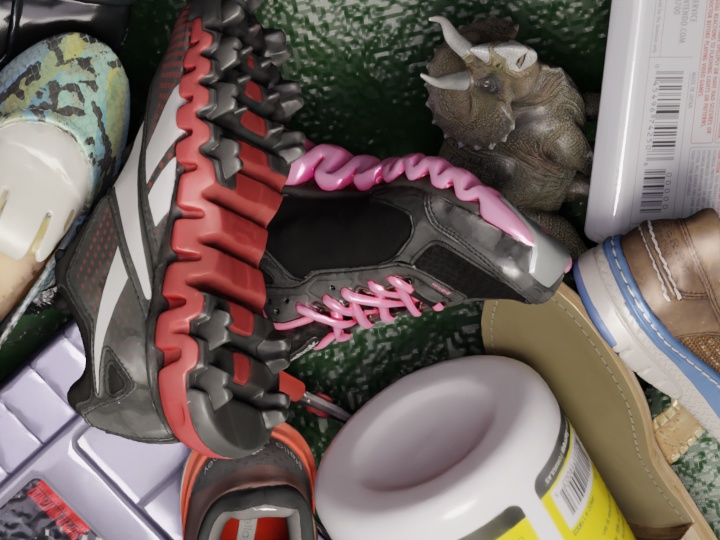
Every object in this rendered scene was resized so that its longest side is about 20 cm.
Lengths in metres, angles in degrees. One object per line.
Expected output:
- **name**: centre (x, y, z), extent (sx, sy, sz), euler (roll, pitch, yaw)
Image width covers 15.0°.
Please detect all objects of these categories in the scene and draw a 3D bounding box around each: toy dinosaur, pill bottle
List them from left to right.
- **toy dinosaur**: centre (0.070, -0.040, 1.179), extent (0.102, 0.077, 0.200), euler (4, 134, -2)
- **pill bottle**: centre (0.071, 0.144, 1.183), extent (0.112, 0.113, 0.200), euler (-28, 118, 5)

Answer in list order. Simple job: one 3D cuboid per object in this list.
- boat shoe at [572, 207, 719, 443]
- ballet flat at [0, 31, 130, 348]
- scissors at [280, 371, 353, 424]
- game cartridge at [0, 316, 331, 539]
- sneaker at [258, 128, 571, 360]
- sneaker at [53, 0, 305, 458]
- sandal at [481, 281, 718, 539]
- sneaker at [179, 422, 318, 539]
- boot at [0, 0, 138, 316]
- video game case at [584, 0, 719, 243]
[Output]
- **boat shoe**: centre (0.167, 0.029, 1.141), extent (0.072, 0.200, 0.072), euler (-30, 60, 20)
- **ballet flat**: centre (-0.154, -0.003, 1.115), extent (0.074, 0.074, 0.200), euler (29, 102, -8)
- **scissors**: centre (-0.031, 0.053, 1.207), extent (0.200, 0.073, 0.014), euler (29, 75, -36)
- **game cartridge**: centre (-0.097, 0.125, 1.227), extent (0.130, 0.038, 0.200), euler (-43, 101, 4)
- **sneaker**: centre (0.000, 0.000, 1.121), extent (0.079, 0.200, 0.096), euler (38, 73, -41)
- **sneaker**: centre (-0.078, -0.020, 1.102), extent (0.098, 0.071, 0.201), euler (-7, 69, 30)
- **sandal**: centre (0.122, 0.060, 1.200), extent (0.070, 0.078, 0.212), euler (-50, 127, -31)
- **sneaker**: centre (-0.050, 0.166, 1.176), extent (0.077, 0.082, 0.200), euler (-5, 113, -6)
- **boot**: centre (-0.188, -0.075, 1.162), extent (0.198, 0.073, 0.163), euler (12, 108, -3)
- **video game case**: centre (0.181, -0.111, 1.142), extent (0.182, 0.023, 0.201), euler (-3, 105, -32)
